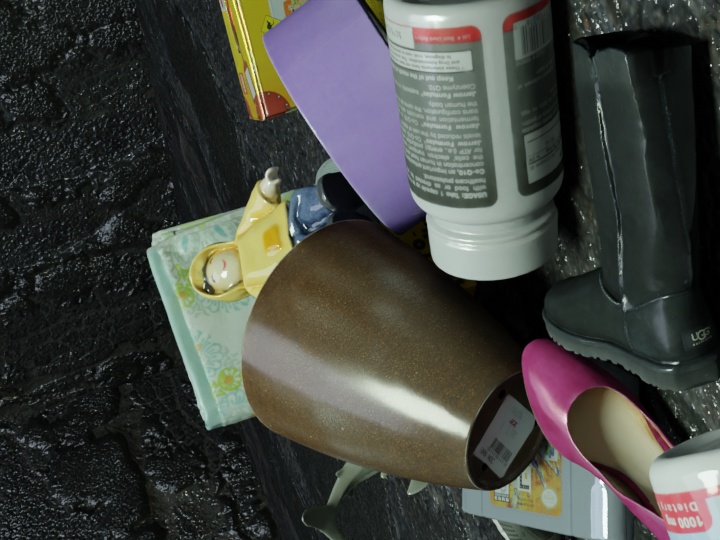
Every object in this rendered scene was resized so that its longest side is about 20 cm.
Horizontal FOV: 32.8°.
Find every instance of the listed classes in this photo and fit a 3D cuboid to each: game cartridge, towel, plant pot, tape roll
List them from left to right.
[{"bbox_3d":[-0.097,0.033,1.159,0.048,0.169,0.202,99,151,-70],"label":"towel"},{"bbox_3d":[0.011,-0.135,1.003,0.201,0.084,0.200,54,-170,-14],"label":"tape roll"},{"bbox_3d":[0.041,0.082,0.927,0.199,0.186,0.189,26,136,43],"label":"plant pot"},{"bbox_3d":[0.138,0.128,0.936,0.199,0.041,0.135,-8,85,62],"label":"game cartridge"}]

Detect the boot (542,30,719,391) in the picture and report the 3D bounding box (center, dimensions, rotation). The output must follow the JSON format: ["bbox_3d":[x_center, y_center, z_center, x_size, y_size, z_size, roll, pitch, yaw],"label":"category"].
[{"bbox_3d":[0.152,-0.045,0.748,0.164,0.065,0.202,23,132,62],"label":"boot"}]

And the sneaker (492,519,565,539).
[{"bbox_3d":[0.139,0.161,1.050,0.090,0.066,0.203,174,82,-79],"label":"sneaker"}]

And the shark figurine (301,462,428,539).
[{"bbox_3d":[0.021,0.169,1.189,0.128,0.213,0.090,44,161,52],"label":"shark figurine"}]

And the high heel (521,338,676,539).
[{"bbox_3d":[0.176,0.118,0.788,0.201,0.067,0.096,57,171,15],"label":"high heel"}]

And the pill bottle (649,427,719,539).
[{"bbox_3d":[0.228,0.177,0.619,0.109,0.107,0.202,137,116,-75],"label":"pill bottle"}]

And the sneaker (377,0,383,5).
[{"bbox_3d":[0.019,-0.266,1.037,0.201,0.077,0.091,-112,5,-46],"label":"sneaker"}]

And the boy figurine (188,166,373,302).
[{"bbox_3d":[-0.074,-0.026,1.063,0.199,0.064,0.126,-21,77,41],"label":"boy figurine"}]

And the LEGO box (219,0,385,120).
[{"bbox_3d":[-0.055,-0.259,1.157,0.077,0.147,0.203,-154,49,-71],"label":"LEGO box"}]

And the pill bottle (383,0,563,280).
[{"bbox_3d":[0.083,-0.104,0.857,0.114,0.113,0.202,-130,27,-59],"label":"pill bottle"}]

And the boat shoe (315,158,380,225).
[{"bbox_3d":[0.000,0.000,1.092,0.067,0.073,0.203,28,-119,-70],"label":"boat shoe"}]

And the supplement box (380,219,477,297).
[{"bbox_3d":[0.037,0.038,1.225,0.201,0.108,0.110,95,154,-58],"label":"supplement box"}]
